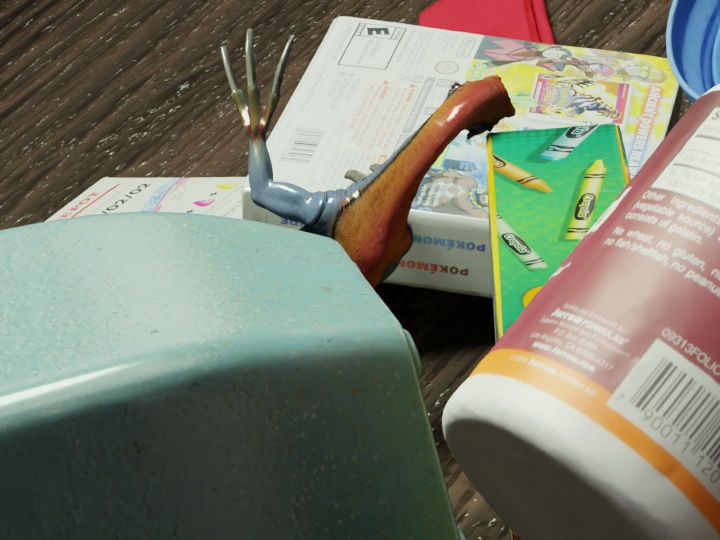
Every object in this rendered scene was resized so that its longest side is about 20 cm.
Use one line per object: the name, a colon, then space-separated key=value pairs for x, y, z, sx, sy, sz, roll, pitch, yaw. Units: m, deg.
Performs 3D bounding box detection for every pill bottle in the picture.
pill bottle: x=0.129 y=0.010 z=0.916 sx=0.200 sy=0.114 sz=0.114 roll=-49 pitch=30 yaw=-17

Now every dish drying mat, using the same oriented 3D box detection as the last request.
dish drying mat: x=0.072 y=-0.128 z=1.598 sx=0.076 sy=0.018 sz=0.200 roll=-21 pitch=23 yaw=7

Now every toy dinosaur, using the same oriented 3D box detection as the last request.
toy dinosaur: x=0.000 y=0.000 z=1.180 sx=0.105 sy=0.201 sz=0.181 roll=4 pitch=-27 yaw=-47

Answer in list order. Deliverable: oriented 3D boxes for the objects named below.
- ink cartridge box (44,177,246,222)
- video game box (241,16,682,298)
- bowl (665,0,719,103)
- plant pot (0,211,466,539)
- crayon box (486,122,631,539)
ink cartridge box: x=-0.116 y=0.009 z=1.402 sx=0.199 sy=0.068 sz=0.115 roll=1 pitch=31 yaw=44
video game box: x=0.054 y=-0.054 z=1.334 sx=0.181 sy=0.047 sz=0.200 roll=6 pitch=30 yaw=11
bowl: x=0.232 y=-0.129 z=1.247 sx=0.200 sy=0.039 sz=0.201 roll=-27 pitch=35 yaw=21
plant pot: x=-0.072 y=0.085 z=1.050 sx=0.199 sy=0.197 sz=0.196 roll=-17 pitch=22 yaw=-8
crayon box: x=0.081 y=0.035 z=1.081 sx=0.058 sy=0.119 sz=0.200 roll=-4 pitch=25 yaw=3
